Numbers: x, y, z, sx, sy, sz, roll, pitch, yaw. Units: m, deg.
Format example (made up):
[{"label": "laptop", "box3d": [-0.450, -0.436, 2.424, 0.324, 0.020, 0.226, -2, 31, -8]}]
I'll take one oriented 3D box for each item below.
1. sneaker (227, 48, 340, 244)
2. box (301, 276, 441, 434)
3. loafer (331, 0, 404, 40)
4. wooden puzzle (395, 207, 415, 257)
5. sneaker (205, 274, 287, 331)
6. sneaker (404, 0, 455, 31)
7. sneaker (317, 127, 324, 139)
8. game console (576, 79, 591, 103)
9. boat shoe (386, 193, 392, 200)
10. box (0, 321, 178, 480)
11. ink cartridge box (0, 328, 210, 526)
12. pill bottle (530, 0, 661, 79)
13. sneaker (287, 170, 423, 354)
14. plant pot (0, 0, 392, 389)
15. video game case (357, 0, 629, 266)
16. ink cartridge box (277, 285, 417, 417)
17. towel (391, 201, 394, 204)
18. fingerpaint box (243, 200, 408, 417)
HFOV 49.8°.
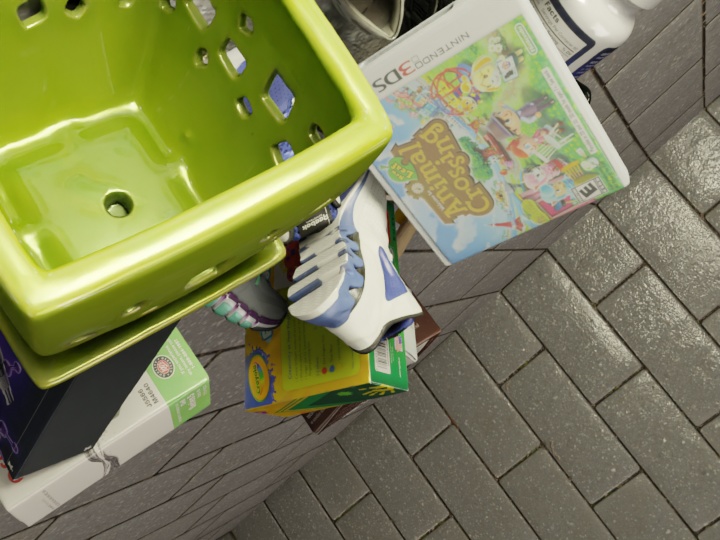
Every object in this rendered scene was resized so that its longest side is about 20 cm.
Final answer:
[{"label": "sneaker", "box3d": [-0.060, -0.092, 0.627, 0.080, 0.116, 0.200, -35, 167, -18]}, {"label": "box", "box3d": [-0.031, 0.076, 1.064, 0.164, 0.201, 0.165, -25, 161, -39]}, {"label": "loafer", "box3d": [-0.002, -0.220, 0.508, 0.070, 0.070, 0.200, -37, 165, 4]}, {"label": "wooden puzzle", "box3d": [0.097, -0.134, 0.984, 0.186, 0.037, 0.201, -60, 179, -40]}, {"label": "sneaker", "box3d": [-0.123, -0.013, 0.713, 0.088, 0.075, 0.199, -48, 135, 10]}, {"label": "sneaker", "box3d": [0.070, -0.205, 0.733, 0.079, 0.074, 0.201, -35, 166, -34]}, {"label": "sneaker", "box3d": [0.038, -0.158, 0.675, 0.076, 0.196, 0.115, -59, 152, -42]}, {"label": "game console", "box3d": [0.205, -0.163, 0.985, 0.202, 0.116, 0.175, -60, 166, 22]}, {"label": "boat shoe", "box3d": [0.018, -0.123, 0.854, 0.059, 0.073, 0.198, -43, 160, 32]}, {"label": "box", "box3d": [-0.231, 0.040, 0.587, 0.078, 0.142, 0.200, -19, 156, -52]}, {"label": "ink cartridge box", "box3d": [-0.259, 0.110, 0.715, 0.198, 0.146, 0.084, -33, 165, -23]}, {"label": "pill bottle", "box3d": [0.184, -0.237, 0.730, 0.115, 0.117, 0.199, -23, 172, -45]}, {"label": "sneaker", "box3d": [0.000, 0.001, 0.701, 0.080, 0.115, 0.202, -25, -145, 28]}, {"label": "plant pot", "box3d": [-0.132, -0.068, 0.413, 0.197, 0.202, 0.182, -30, 169, -31]}, {"label": "video game case", "box3d": [0.091, -0.107, 0.626, 0.180, 0.200, 0.022, -24, -148, 31]}, {"label": "ink cartridge box", "box3d": [-0.031, 0.054, 0.894, 0.198, 0.176, 0.043, -26, 136, 28]}, {"label": "towel", "box3d": [-0.026, -0.072, 0.970, 0.198, 0.035, 0.133, -23, 158, -43]}, {"label": "fingerpaint box", "box3d": [-0.041, 0.037, 0.809, 0.165, 0.204, 0.073, -18, 156, 33]}]
